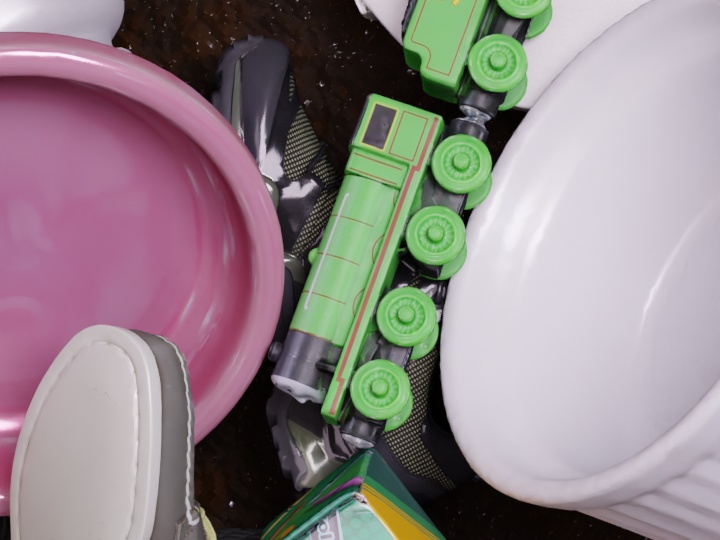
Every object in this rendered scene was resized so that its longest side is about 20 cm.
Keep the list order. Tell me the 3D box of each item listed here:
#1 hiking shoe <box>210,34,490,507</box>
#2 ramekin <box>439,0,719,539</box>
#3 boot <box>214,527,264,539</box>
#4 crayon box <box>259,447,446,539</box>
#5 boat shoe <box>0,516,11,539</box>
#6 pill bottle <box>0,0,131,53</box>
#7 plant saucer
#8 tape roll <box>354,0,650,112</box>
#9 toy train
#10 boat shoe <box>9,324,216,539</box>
[{"bbox_3d":[0.000,0.000,1.033,0.100,0.076,0.201,-15,94,-3],"label":"hiking shoe"},{"bbox_3d":[0.128,0.006,0.942,0.098,0.200,0.201,27,95,-29],"label":"ramekin"},{"bbox_3d":[-0.014,0.174,1.031,0.199,0.068,0.131,6,95,11],"label":"boot"},{"bbox_3d":[0.040,0.164,0.937,0.058,0.119,0.200,-37,91,4],"label":"crayon box"},{"bbox_3d":[-0.172,0.106,1.053,0.072,0.076,0.201,-21,84,11],"label":"boat shoe"},{"bbox_3d":[-0.163,-0.121,1.032,0.113,0.113,0.200,-30,85,8],"label":"pill bottle"},{"bbox_3d":[-0.130,-0.003,0.966,0.200,0.051,0.201,-6,124,-9],"label":"plant saucer"},{"bbox_3d":[0.085,-0.159,1.029,0.202,0.037,0.204,0,90,10],"label":"tape roll"},{"bbox_3d":[0.019,-0.033,0.982,0.056,0.042,0.201,19,80,7],"label":"toy train"},{"bbox_3d":[-0.090,0.112,0.979,0.072,0.060,0.202,27,115,40],"label":"boat shoe"}]
